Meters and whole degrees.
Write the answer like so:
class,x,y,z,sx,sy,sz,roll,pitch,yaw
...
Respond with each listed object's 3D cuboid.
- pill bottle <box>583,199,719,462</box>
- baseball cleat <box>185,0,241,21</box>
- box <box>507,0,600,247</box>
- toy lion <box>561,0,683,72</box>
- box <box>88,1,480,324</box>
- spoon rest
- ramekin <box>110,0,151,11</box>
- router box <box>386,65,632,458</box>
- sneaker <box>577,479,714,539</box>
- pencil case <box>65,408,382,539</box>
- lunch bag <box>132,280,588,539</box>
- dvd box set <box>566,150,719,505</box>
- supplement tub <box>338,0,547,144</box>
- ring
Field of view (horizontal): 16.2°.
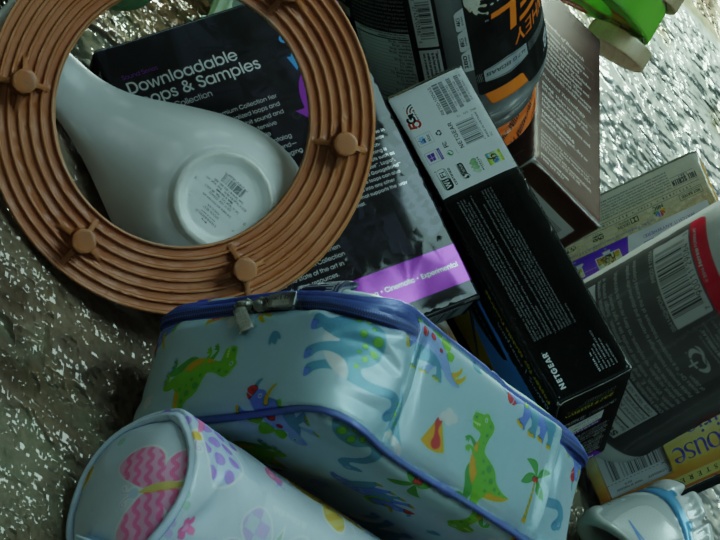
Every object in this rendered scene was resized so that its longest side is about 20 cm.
class,x,y,z,sx,sy,sz,roll,pitch,yaw
pill bottle,0.170,0.047,1.507,0.111,0.200,0.111,39,34,-32
baseball cleat,-0.046,-0.134,1.471,0.106,0.070,0.200,35,42,-8
box,0.097,-0.088,1.634,0.075,0.100,0.200,44,30,-26
toy lion,0.101,-0.227,1.710,0.200,0.069,0.192,30,-4,31
box,-0.042,-0.046,1.351,0.143,0.036,0.200,-20,78,-22
spoon rest,-0.109,-0.065,1.296,0.200,0.099,0.061,45,-16,-8
ramekin,-0.151,-0.229,1.330,0.200,0.098,0.200,40,18,-16
router box,0.077,0.006,1.417,0.200,0.051,0.149,62,-10,19
sneaker,0.177,0.225,1.499,0.087,0.075,0.200,-5,67,-35
pencil case,-0.045,0.143,1.185,0.200,0.091,0.083,38,-1,-36
lunch bag,-0.002,0.081,1.235,0.200,0.161,0.083,35,60,-38
dvd box set,0.186,0.043,1.598,0.200,0.146,0.029,68,12,19
supplement tub,0.044,-0.168,1.502,0.123,0.122,0.200,-91,171,-45
ring,-0.086,-0.077,1.258,0.200,0.200,0.019,54,-14,-9
